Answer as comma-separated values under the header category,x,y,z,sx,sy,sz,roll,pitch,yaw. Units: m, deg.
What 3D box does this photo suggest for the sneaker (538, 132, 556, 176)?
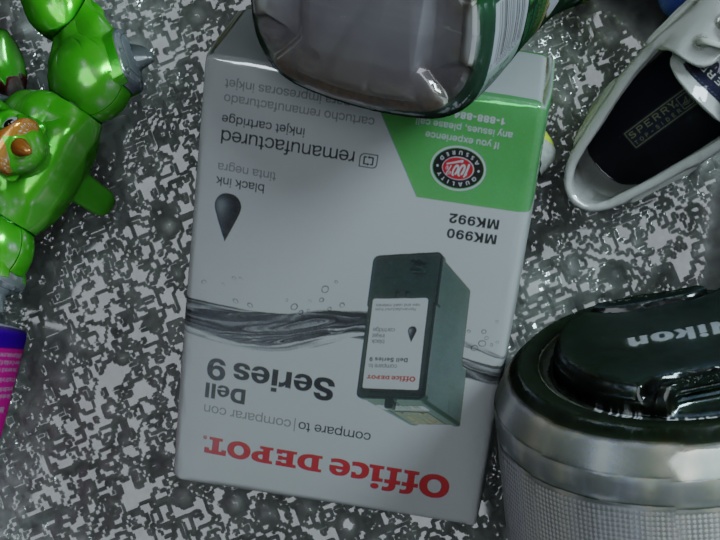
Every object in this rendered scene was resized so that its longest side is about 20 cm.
category,x,y,z,sx,sy,sz,roll,pitch,yaw
sneaker,0.024,-0.125,0.800,0.200,0.075,0.076,45,89,2

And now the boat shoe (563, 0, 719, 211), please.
category,x,y,z,sx,sy,sz,roll,pitch,yaw
boat shoe,0.165,-0.090,0.742,0.073,0.065,0.200,41,131,1

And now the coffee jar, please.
category,x,y,z,sx,sy,sz,roll,pitch,yaw
coffee jar,0.044,-0.137,0.697,0.103,0.200,0.086,16,121,21

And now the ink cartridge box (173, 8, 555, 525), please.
category,x,y,z,sx,sy,sz,roll,pitch,yaw
ink cartridge box,0.000,0.000,0.748,0.144,0.084,0.202,8,113,4

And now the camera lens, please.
category,x,y,z,sx,sy,sz,roll,pitch,yaw
camera lens,0.142,0.119,0.711,0.158,0.160,0.202,-7,110,1

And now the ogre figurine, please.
category,x,y,z,sx,sy,sz,roll,pitch,yaw
ogre figurine,-0.177,-0.070,0.796,0.119,0.098,0.201,29,67,19

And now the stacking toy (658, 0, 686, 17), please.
category,x,y,z,sx,sy,sz,roll,pitch,yaw
stacking toy,0.138,-0.162,0.803,0.198,0.085,0.086,23,87,10

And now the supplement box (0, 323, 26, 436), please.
category,x,y,z,sx,sy,sz,roll,pitch,yaw
supplement box,-0.236,0.111,0.779,0.100,0.103,0.202,14,86,2
